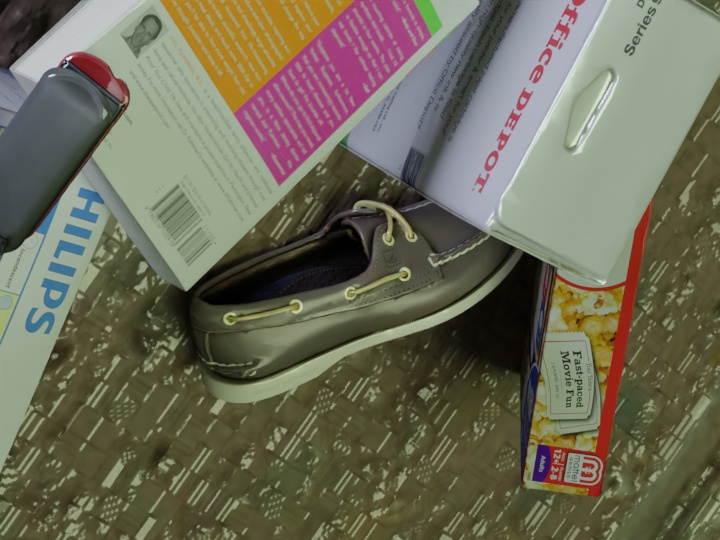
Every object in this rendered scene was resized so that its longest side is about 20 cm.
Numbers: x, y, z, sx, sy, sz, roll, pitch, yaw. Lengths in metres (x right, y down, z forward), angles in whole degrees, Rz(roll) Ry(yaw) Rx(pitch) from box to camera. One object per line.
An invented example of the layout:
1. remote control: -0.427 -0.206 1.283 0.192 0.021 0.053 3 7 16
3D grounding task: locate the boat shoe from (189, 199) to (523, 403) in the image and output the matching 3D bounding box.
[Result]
1. boat shoe: 0.000 0.000 1.458 0.199 0.072 0.060 -26 128 -16

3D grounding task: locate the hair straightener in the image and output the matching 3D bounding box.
1. hair straightener: -0.174 -0.007 1.155 0.041 0.077 0.200 43 104 -4

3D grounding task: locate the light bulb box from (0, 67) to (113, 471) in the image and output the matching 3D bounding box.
1. light bulb box: -0.243 -0.010 1.242 0.199 0.125 0.199 17 101 -40

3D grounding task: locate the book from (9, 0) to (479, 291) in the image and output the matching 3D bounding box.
1. book: -0.046 -0.105 1.244 0.200 0.048 0.134 -44 127 -15

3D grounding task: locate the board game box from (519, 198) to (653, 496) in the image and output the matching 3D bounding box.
1. board game box: 0.122 -0.001 1.492 0.046 0.152 0.201 7 112 0

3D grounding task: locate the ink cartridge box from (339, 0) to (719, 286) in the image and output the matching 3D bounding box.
1. ink cartridge box: 0.078 -0.095 1.373 0.084 0.200 0.146 25 96 -32
